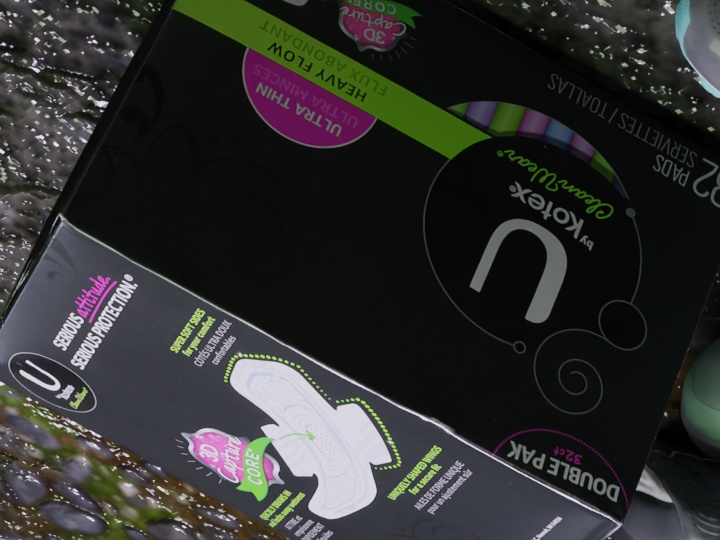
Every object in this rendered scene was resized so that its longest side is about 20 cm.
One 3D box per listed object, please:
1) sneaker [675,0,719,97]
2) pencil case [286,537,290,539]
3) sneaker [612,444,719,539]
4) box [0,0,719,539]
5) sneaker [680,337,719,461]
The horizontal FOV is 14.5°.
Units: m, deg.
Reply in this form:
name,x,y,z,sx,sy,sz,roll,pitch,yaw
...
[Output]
name,x,y,z,sx,sy,sz,roll,pitch,yaw
sneaker,0.187,-0.061,0.768,0.199,0.078,0.091,10,177,0
pencil case,0.050,0.137,1.168,0.085,0.084,0.200,-24,128,21
sneaker,0.122,0.113,1.022,0.074,0.085,0.200,13,173,7
box,0.000,0.000,0.941,0.199,0.149,0.124,29,148,-7
sneaker,0.154,-0.008,0.900,0.118,0.074,0.200,38,138,-25
